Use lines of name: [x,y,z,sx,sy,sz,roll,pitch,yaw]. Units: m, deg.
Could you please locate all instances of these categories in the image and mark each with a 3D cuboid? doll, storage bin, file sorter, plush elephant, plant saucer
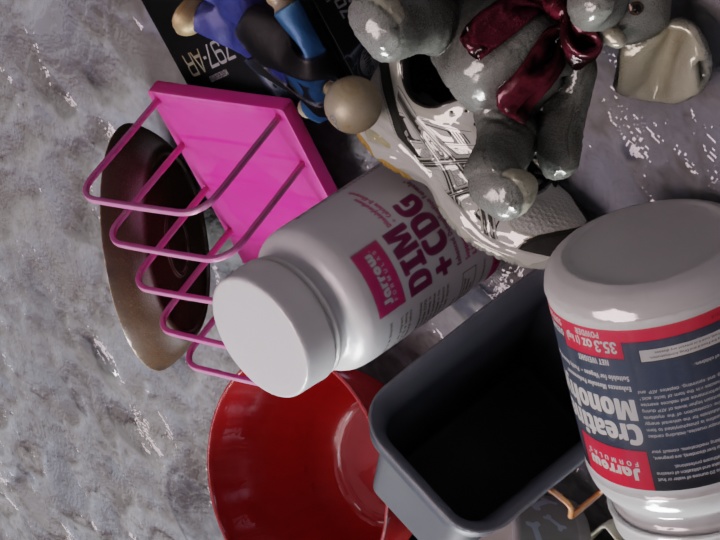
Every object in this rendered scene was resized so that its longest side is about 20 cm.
doll: [-0.056,-0.152,1.664,0.200,0.048,0.136,35,158,35]
storage bin: [0.105,0.118,1.666,0.146,0.200,0.134,47,157,14]
file sorter: [-0.098,-0.022,1.797,0.139,0.125,0.200,10,141,39]
plush elephant: [0.123,-0.150,1.447,0.155,0.200,0.165,-31,94,34]
plant saucer: [-0.159,-0.021,1.906,0.032,0.200,0.200,-8,117,15]

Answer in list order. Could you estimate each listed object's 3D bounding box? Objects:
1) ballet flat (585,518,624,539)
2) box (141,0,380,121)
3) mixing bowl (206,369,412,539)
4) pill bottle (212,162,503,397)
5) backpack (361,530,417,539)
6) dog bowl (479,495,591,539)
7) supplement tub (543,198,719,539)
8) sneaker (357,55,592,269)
ballet flat: [0.202,0.209,1.720,0.073,0.073,0.200,59,149,-4]
box: [-0.074,-0.185,1.755,0.200,0.044,0.160,-15,106,55]
mixing bowl: [-0.017,0.158,1.890,0.200,0.108,0.200,5,98,42]
pill bottle: [0.000,0.000,1.676,0.113,0.200,0.113,32,140,31]
backpack: [0.040,0.309,1.940,0.200,0.163,0.154,61,162,4]
dog bowl: [0.096,0.253,1.775,0.059,0.200,0.200,23,150,-16]
supplement tub: [0.203,0.068,1.530,0.140,0.140,0.200,14,128,46]
sneaker: [0.082,-0.080,1.620,0.200,0.076,0.088,37,132,17]
